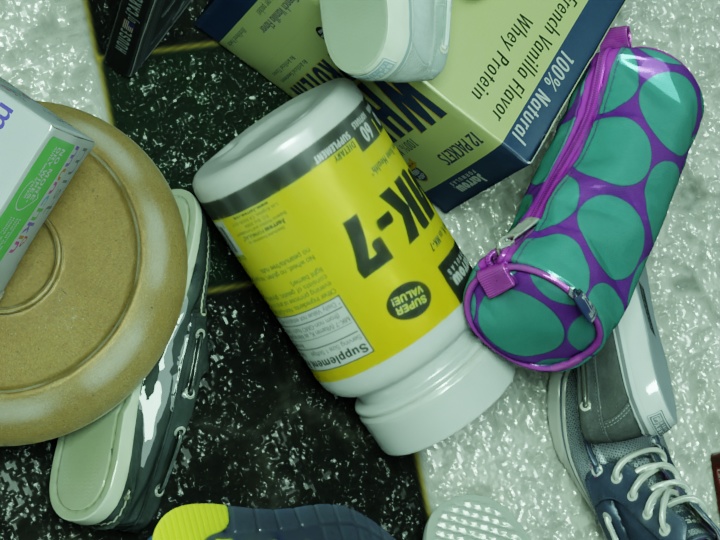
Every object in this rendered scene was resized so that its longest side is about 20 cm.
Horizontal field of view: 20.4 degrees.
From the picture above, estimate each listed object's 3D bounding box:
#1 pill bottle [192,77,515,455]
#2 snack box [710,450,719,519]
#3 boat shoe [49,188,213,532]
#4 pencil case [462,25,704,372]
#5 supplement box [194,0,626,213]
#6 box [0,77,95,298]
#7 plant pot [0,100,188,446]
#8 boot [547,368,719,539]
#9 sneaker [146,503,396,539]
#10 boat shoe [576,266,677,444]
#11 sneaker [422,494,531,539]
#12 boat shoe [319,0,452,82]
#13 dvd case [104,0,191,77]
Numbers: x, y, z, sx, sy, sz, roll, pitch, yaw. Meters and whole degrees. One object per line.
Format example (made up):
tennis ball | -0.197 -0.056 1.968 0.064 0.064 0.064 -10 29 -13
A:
pill bottle | 0.000 0.000 1.166 0.114 0.114 0.201 -39 104 -22
snack box | 0.274 0.212 1.281 0.071 0.024 0.202 -5 82 -20
boat shoe | -0.118 0.055 1.147 0.066 0.074 0.201 33 60 -46
pencil case | 0.133 -0.041 1.164 0.093 0.085 0.201 53 49 -31
supplement box | 0.045 -0.183 1.212 0.199 0.134 0.201 36 70 -10
box | -0.268 -0.034 1.037 0.176 0.097 0.201 34 92 6
plant pot | -0.195 -0.004 1.108 0.198 0.028 0.202 0 74 1
boot | 0.182 0.138 1.225 0.072 0.090 0.202 -20 87 -22
sneaker | -0.051 0.181 1.147 0.199 0.082 0.074 14 46 -35
boat shoe | 0.144 0.019 1.235 0.066 0.070 0.202 -19 57 15
sneaker | 0.081 0.240 1.187 0.075 0.105 0.201 -11 54 -16
boat shoe | 0.016 -0.199 1.103 0.071 0.070 0.203 8 76 -45
dvd case | -0.078 -0.218 1.165 0.025 0.150 0.201 34 70 -2
